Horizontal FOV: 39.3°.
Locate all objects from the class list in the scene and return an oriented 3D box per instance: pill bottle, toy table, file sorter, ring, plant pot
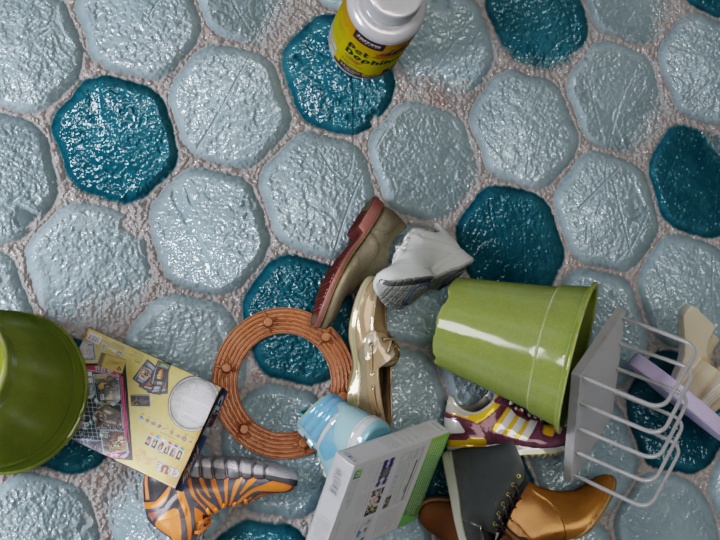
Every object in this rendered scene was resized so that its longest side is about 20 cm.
[{"bbox_3d":[0.024,-0.340,1.360,0.107,0.200,0.112,2,81,-12],"label":"pill bottle"},{"bbox_3d":[0.484,0.146,1.414,0.199,0.184,0.118,39,91,-26],"label":"toy table"},{"bbox_3d":[0.353,0.183,1.316,0.123,0.203,0.139,20,46,29],"label":"file sorter"},{"bbox_3d":[-0.101,0.150,1.354,0.196,0.019,0.205,2,82,-12],"label":"ring"},{"bbox_3d":[0.200,0.091,1.340,0.187,0.200,0.203,15,77,17],"label":"plant pot"},{"bbox_3d":[-0.439,0.126,1.170,0.196,0.193,0.204,0,74,1],"label":"plant pot"}]

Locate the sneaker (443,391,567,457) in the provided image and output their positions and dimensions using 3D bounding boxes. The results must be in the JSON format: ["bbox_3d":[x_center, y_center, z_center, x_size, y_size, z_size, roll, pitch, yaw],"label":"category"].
[{"bbox_3d":[0.211,0.207,1.387,0.196,0.075,0.092,-2,88,-14],"label":"sneaker"}]

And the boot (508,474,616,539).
[{"bbox_3d":[0.244,0.313,1.381,0.201,0.071,0.144,-44,93,-11],"label":"boot"}]

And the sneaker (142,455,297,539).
[{"bbox_3d":[-0.180,0.297,1.293,0.196,0.078,0.114,4,85,-1],"label":"sneaker"}]

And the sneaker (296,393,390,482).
[{"bbox_3d":[-0.031,0.247,1.320,0.130,0.203,0.079,32,35,33],"label":"sneaker"}]

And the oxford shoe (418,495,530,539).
[{"bbox_3d":[0.158,0.362,1.319,0.198,0.071,0.072,26,120,17],"label":"oxford shoe"}]

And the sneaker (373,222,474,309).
[{"bbox_3d":[0.072,-0.008,1.363,0.088,0.074,0.199,54,34,11],"label":"sneaker"}]

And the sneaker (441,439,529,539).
[{"bbox_3d":[0.172,0.309,1.274,0.104,0.075,0.203,-15,57,5],"label":"sneaker"}]

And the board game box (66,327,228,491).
[{"bbox_3d":[-0.283,0.173,1.267,0.197,0.035,0.137,22,77,13],"label":"board game box"}]

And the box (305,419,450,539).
[{"bbox_3d":[0.023,0.273,1.263,0.198,0.036,0.147,-6,122,-49],"label":"box"}]

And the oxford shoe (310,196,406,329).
[{"bbox_3d":[0.000,0.000,1.374,0.074,0.070,0.202,32,78,-12],"label":"oxford shoe"}]

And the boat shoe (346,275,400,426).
[{"bbox_3d":[0.024,0.110,1.347,0.063,0.071,0.204,5,94,25],"label":"boat shoe"}]
